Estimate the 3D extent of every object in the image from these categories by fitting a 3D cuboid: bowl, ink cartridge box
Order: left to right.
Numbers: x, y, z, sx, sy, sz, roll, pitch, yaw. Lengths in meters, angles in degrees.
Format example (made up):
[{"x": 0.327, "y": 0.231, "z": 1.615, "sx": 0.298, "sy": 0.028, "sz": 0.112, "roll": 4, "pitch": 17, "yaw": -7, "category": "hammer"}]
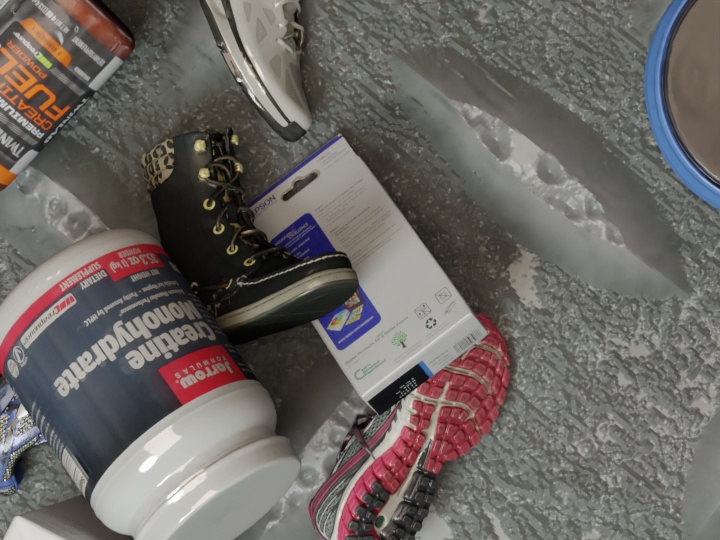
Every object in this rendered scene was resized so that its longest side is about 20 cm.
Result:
[{"x": 0.000, "y": 0.000, "z": 1.444, "sx": 0.099, "sy": 0.039, "sz": 0.200, "roll": -36, "pitch": 55, "yaw": 4, "category": "ink cartridge box"}, {"x": 0.304, "y": -0.135, "z": 1.444, "sx": 0.199, "sy": 0.039, "sz": 0.202, "roll": 0, "pitch": 87, "yaw": 6, "category": "bowl"}]

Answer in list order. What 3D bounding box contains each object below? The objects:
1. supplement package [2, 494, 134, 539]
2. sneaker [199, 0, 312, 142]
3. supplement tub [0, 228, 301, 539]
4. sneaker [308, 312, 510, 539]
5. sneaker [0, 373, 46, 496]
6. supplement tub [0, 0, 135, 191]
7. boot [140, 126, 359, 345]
[{"x": -0.189, "y": 0.240, "z": 1.398, "sx": 0.121, "sy": 0.200, "sz": 0.120, "roll": 26, "pitch": 90, "yaw": 6, "category": "supplement package"}, {"x": -0.055, "y": -0.202, "z": 1.465, "sx": 0.115, "sy": 0.076, "sz": 0.202, "roll": -26, "pitch": 83, "yaw": 6, "category": "sneaker"}, {"x": -0.145, "y": 0.086, "z": 1.352, "sx": 0.140, "sy": 0.140, "sz": 0.200, "roll": -39, "pitch": 72, "yaw": 3, "category": "supplement tub"}, {"x": 0.031, "y": 0.112, "z": 1.448, "sx": 0.081, "sy": 0.075, "sz": 0.200, "roll": 43, "pitch": 79, "yaw": -35, "category": "sneaker"}, {"x": -0.227, "y": 0.082, "z": 1.482, "sx": 0.078, "sy": 0.075, "sz": 0.200, "roll": 42, "pitch": 98, "yaw": -6, "category": "sneaker"}, {"x": -0.264, "y": -0.130, "z": 1.470, "sx": 0.107, "sy": 0.107, "sz": 0.200, "roll": 43, "pitch": 93, "yaw": 6, "category": "supplement tub"}, {"x": -0.087, "y": -0.030, "z": 1.421, "sx": 0.073, "sy": 0.203, "sz": 0.155, "roll": -5, "pitch": 80, "yaw": -38, "category": "boot"}]
